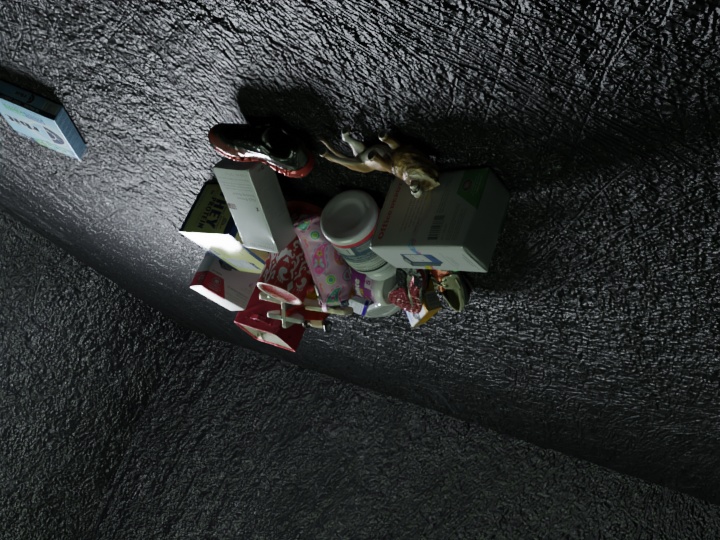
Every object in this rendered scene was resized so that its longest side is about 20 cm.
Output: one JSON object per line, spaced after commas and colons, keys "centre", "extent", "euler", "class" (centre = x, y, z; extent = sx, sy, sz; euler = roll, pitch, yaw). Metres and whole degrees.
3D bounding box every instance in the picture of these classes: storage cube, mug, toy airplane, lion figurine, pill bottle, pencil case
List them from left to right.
{"centre": [-0.280, 0.141, 2.121], "extent": [0.170, 0.180, 0.200], "euler": [14, 159, 24], "class": "storage cube"}
{"centre": [-0.124, -0.033, 1.406], "extent": [0.177, 0.201, 0.133], "euler": [11, 159, 31], "class": "mug"}
{"centre": [-0.133, 0.071, 1.531], "extent": [0.199, 0.142, 0.199], "euler": [12, 178, -17], "class": "toy airplane"}
{"centre": [-0.075, -0.020, 1.334], "extent": [0.087, 0.087, 0.201], "euler": [-8, 102, 57], "class": "pencil case"}
{"centre": [0.000, 0.000, 1.480], "extent": [0.199, 0.113, 0.112], "euler": [21, 164, 33], "class": "pill bottle"}
{"centre": [0.011, -0.063, 1.293], "extent": [0.119, 0.120, 0.200], "euler": [12, 160, 29], "class": "pill bottle"}
{"centre": [0.030, -0.182, 1.039], "extent": [0.200, 0.073, 0.122], "euler": [25, -178, 42], "class": "lion figurine"}

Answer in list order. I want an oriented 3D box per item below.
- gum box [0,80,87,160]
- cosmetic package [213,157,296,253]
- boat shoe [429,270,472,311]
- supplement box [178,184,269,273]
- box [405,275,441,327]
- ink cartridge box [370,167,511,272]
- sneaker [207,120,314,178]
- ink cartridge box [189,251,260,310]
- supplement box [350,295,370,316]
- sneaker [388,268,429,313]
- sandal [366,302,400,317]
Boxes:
{"centre": [-0.755, -0.351, 1.499], "extent": [0.169, 0.045, 0.200], "euler": [22, 161, 0], "class": "gum box"}
{"centre": [-0.213, -0.138, 1.303], "extent": [0.101, 0.074, 0.201], "euler": [10, 132, 33], "class": "cosmetic package"}
{"centre": [0.192, 0.023, 1.416], "extent": [0.071, 0.063, 0.200], "euler": [11, 158, 36], "class": "boat shoe"}
{"centre": [-0.276, -0.096, 1.511], "extent": [0.199, 0.135, 0.200], "euler": [6, 156, 42], "class": "supplement box"}
{"centre": [0.133, 0.060, 1.510], "extent": [0.041, 0.120, 0.200], "euler": [-17, 167, -10], "class": "box"}
{"centre": [0.129, -0.082, 1.056], "extent": [0.199, 0.146, 0.087], "euler": [3, 156, 44], "class": "ink cartridge box"}
{"centre": [-0.179, -0.228, 1.125], "extent": [0.199, 0.071, 0.098], "euler": [18, 162, 7], "class": "sneaker"}
{"centre": [-0.349, -0.010, 1.738], "extent": [0.147, 0.201, 0.085], "euler": [33, 158, -30], "class": "ink cartridge box"}
{"centre": [-0.059, 0.026, 1.659], "extent": [0.199, 0.102, 0.103], "euler": [21, 162, 3], "class": "supplement box"}
{"centre": [0.114, 0.026, 1.366], "extent": [0.080, 0.075, 0.200], "euler": [25, 149, 8], "class": "sneaker"}
{"centre": [0.074, 0.086, 1.767], "extent": [0.082, 0.050, 0.202], "euler": [15, 154, -27], "class": "sandal"}
